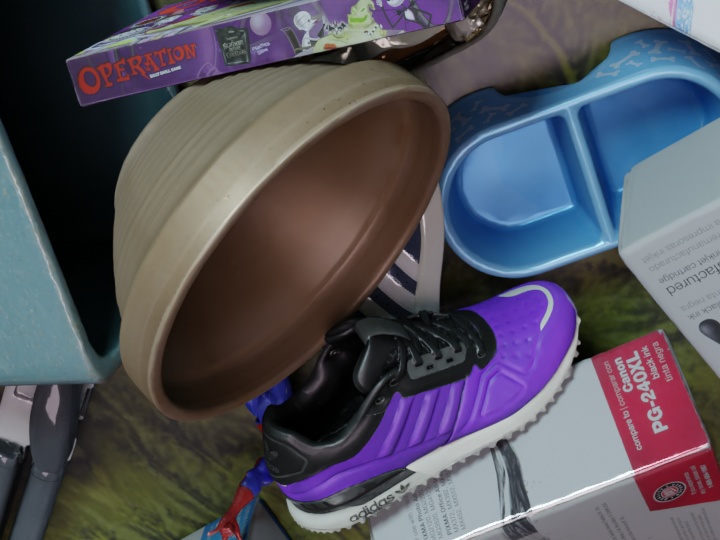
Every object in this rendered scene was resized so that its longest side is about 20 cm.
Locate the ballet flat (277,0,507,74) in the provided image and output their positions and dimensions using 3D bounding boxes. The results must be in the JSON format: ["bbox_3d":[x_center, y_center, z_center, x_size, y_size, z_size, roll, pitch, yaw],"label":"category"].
[{"bbox_3d":[-0.010,-0.122,0.721,0.199,0.064,0.068,-27,105,12],"label":"ballet flat"}]

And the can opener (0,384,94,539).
[{"bbox_3d":[-0.217,0.135,0.830,0.053,0.067,0.202,19,111,-6],"label":"can opener"}]

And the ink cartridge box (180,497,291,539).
[{"bbox_3d":[-0.115,0.280,0.847,0.199,0.145,0.148,-30,109,13],"label":"ink cartridge box"}]

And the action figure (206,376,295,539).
[{"bbox_3d":[-0.067,0.088,0.792,0.065,0.099,0.201,-11,116,29],"label":"action figure"}]

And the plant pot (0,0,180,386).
[{"bbox_3d":[-0.218,-0.056,0.693,0.198,0.197,0.197,-11,113,19],"label":"plant pot"}]

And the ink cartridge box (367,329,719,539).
[{"bbox_3d":[0.113,0.135,0.783,0.198,0.084,0.145,-22,145,10],"label":"ink cartridge box"}]

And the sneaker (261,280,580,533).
[{"bbox_3d":[0.031,0.056,0.714,0.199,0.070,0.100,-35,130,-9],"label":"sneaker"}]

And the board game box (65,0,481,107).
[{"bbox_3d":[-0.032,-0.127,0.646,0.198,0.120,0.033,-9,106,21],"label":"board game box"}]

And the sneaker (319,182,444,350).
[{"bbox_3d":[0.000,0.000,0.760,0.084,0.075,0.202,-8,113,-11],"label":"sneaker"}]

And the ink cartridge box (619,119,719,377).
[{"bbox_3d":[0.252,0.006,0.683,0.145,0.084,0.200,-31,113,32],"label":"ink cartridge box"}]

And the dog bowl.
[{"bbox_3d":[0.129,-0.061,0.752,0.198,0.050,0.112,-19,111,9],"label":"dog bowl"}]

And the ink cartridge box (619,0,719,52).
[{"bbox_3d":[0.193,-0.197,0.675,0.198,0.085,0.145,25,112,-8],"label":"ink cartridge box"}]

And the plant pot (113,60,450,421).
[{"bbox_3d":[-0.055,-0.032,0.642,0.093,0.200,0.202,40,111,19],"label":"plant pot"}]
